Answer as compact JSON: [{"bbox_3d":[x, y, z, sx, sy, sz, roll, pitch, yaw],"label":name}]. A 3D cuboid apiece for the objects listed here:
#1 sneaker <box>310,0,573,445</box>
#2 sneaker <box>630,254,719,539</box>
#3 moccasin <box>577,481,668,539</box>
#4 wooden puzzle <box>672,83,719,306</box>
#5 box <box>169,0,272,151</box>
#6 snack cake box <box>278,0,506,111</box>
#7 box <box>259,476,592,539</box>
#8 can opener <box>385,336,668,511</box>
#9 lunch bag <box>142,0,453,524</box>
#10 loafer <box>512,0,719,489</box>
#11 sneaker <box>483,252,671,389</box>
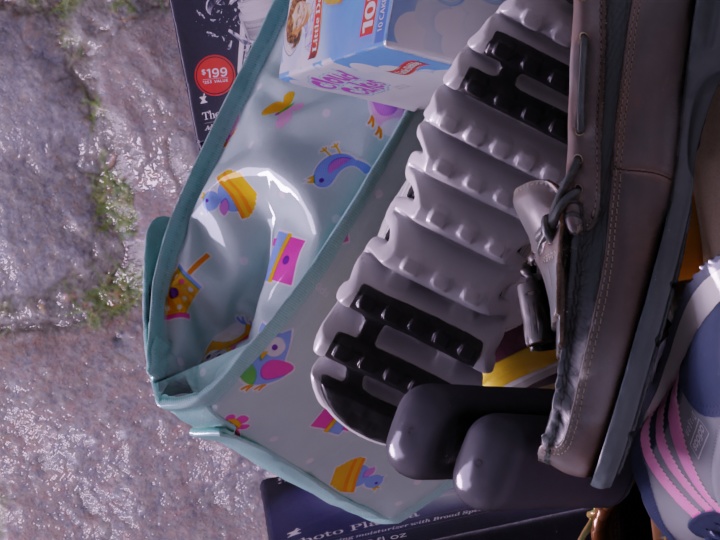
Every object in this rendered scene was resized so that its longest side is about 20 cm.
[{"bbox_3d":[0.048,-0.034,0.860,0.200,0.075,0.081,-56,6,17],"label":"sneaker"},{"bbox_3d":[0.129,0.069,0.784,0.200,0.070,0.082,82,179,-61],"label":"sneaker"},{"bbox_3d":[0.121,0.102,0.966,0.201,0.078,0.074,-107,5,-65],"label":"moccasin"},{"bbox_3d":[0.107,-0.067,0.929,0.200,0.046,0.186,-138,37,-85],"label":"wooden puzzle"},{"bbox_3d":[-0.079,-0.225,2.359,0.104,0.200,0.182,105,153,-86],"label":"box"},{"bbox_3d":[0.031,-0.168,0.924,0.115,0.067,0.200,175,104,-66],"label":"snack cake box"},{"bbox_3d":[0.050,0.179,1.407,0.198,0.200,0.123,-119,18,-79],"label":"box"},{"bbox_3d":[0.079,0.047,0.858,0.200,0.053,0.067,8,-77,-62],"label":"can opener"},{"bbox_3d":[0.000,0.000,1.062,0.170,0.122,0.200,36,-104,-50],"label":"lunch bag"},{"bbox_3d":[0.077,-0.032,0.780,0.072,0.063,0.200,83,-159,-80],"label":"loafer"},{"bbox_3d":[0.078,0.014,1.005,0.090,0.075,0.200,67,-166,6],"label":"sneaker"}]
